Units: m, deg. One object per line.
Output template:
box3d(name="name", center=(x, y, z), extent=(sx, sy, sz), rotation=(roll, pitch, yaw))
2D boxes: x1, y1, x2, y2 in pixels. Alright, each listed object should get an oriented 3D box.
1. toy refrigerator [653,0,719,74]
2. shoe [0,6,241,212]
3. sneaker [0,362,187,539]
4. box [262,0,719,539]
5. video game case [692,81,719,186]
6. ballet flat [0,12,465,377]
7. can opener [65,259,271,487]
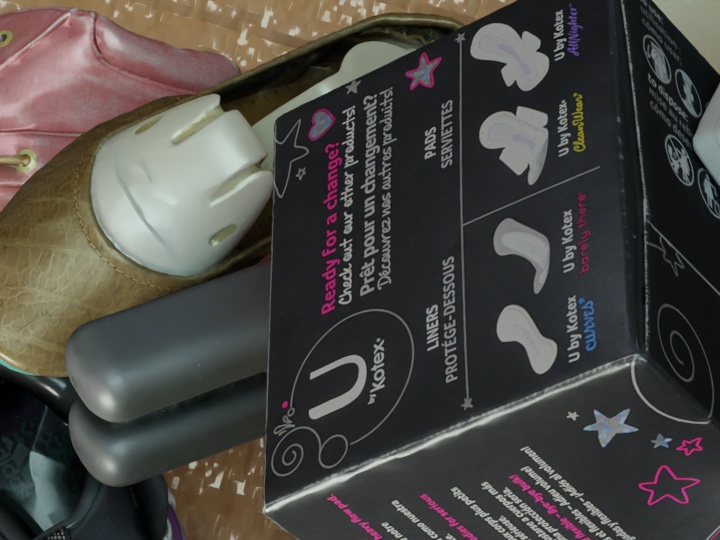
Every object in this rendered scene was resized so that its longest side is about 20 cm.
box3d(name="toy refrigerator", center=(0.098, -0.045, 0.927), extent=(0.200, 0.070, 0.076), rotation=(-39, 84, -11))
box3d(name="shoe", center=(-0.135, -0.039, 0.904), extent=(0.199, 0.071, 0.092), rotation=(8, 80, -10))
box3d(name="sneaker", center=(-0.076, 0.102, 0.850), extent=(0.078, 0.140, 0.200), rotation=(-37, 86, -8))
box3d(name="box", center=(0.074, 0.038, 0.755), extent=(0.114, 0.200, 0.133), rotation=(-23, 46, 27))
box3d(name="video game case", center=(0.171, -0.004, 0.769), extent=(0.200, 0.017, 0.143), rotation=(51, 44, -20))
box3d(name="ballet flat", center=(-0.032, -0.033, 0.857), extent=(0.199, 0.072, 0.068), rotation=(-27, 83, -40))
box3d(name="can opener", center=(0.000, 0.000, 0.838), extent=(0.199, 0.054, 0.067), rotation=(-19, 47, -21))
